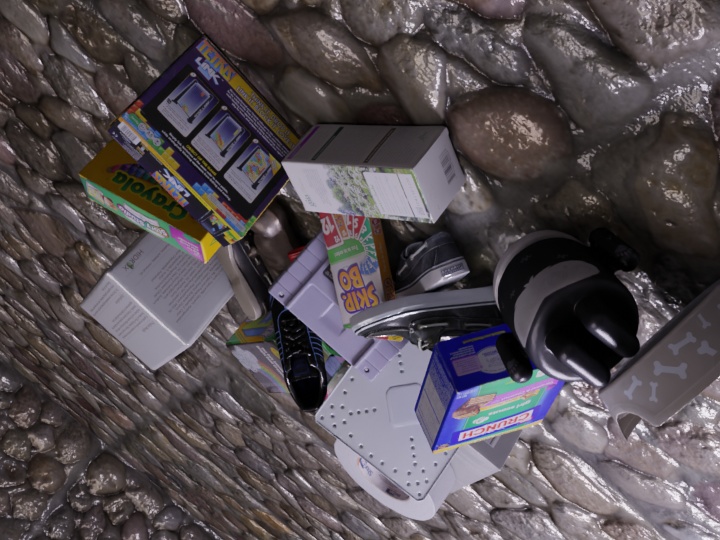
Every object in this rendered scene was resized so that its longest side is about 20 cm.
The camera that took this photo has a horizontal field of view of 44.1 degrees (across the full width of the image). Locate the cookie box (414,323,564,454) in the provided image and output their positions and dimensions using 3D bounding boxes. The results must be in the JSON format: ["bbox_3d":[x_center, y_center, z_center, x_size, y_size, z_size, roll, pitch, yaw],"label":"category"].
[{"bbox_3d":[0.171,0.149,1.151,0.201,0.169,0.076,97,155,-58],"label":"cookie box"}]

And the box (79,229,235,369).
[{"bbox_3d":[-0.310,0.021,1.440,0.171,0.200,0.199,44,148,-10],"label":"box"}]

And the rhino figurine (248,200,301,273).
[{"bbox_3d":[-0.120,-0.030,1.312,0.087,0.060,0.201,13,144,39],"label":"rhino figurine"}]

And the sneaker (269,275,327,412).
[{"bbox_3d":[-0.087,0.107,1.289,0.078,0.069,0.202,-93,-11,-78],"label":"sneaker"}]

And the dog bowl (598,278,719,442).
[{"bbox_3d":[0.322,0.085,0.891,0.059,0.200,0.200,47,152,13],"label":"dog bowl"}]

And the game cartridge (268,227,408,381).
[{"bbox_3d":[-0.015,0.046,1.252,0.200,0.130,0.038,41,-169,-9],"label":"game cartridge"}]

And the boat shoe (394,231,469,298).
[{"bbox_3d":[0.079,-0.002,1.144,0.200,0.071,0.068,133,118,-73],"label":"boat shoe"}]

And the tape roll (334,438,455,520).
[{"bbox_3d":[0.054,0.315,1.447,0.199,0.066,0.201,29,149,19],"label":"tape roll"}]

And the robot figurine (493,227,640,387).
[{"bbox_3d":[0.216,0.038,0.938,0.200,0.149,0.126,-113,10,-63],"label":"robot figurine"}]

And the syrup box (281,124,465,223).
[{"bbox_3d":[0.012,-0.116,1.035,0.199,0.082,0.079,9,139,39],"label":"syrup box"}]

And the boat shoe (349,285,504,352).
[{"bbox_3d":[0.087,0.067,1.114,0.198,0.072,0.072,-10,169,-1],"label":"boat shoe"}]

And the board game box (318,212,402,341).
[{"bbox_3d":[0.000,0.000,1.181,0.095,0.030,0.202,3,113,46],"label":"board game box"}]

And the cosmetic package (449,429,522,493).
[{"bbox_3d":[0.161,0.279,1.425,0.107,0.090,0.200,38,153,-2],"label":"cosmetic package"}]

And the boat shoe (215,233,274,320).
[{"bbox_3d":[-0.181,-0.026,1.369,0.072,0.062,0.202,-11,103,63],"label":"boat shoe"}]

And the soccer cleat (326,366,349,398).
[{"bbox_3d":[0.001,0.184,1.467,0.198,0.070,0.087,18,135,2],"label":"soccer cleat"}]

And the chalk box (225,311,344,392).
[{"bbox_3d":[-0.096,0.111,1.422,0.199,0.124,0.125,-9,126,50],"label":"chalk box"}]

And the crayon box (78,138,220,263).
[{"bbox_3d":[-0.240,-0.128,1.186,0.199,0.173,0.059,27,149,14],"label":"crayon box"}]

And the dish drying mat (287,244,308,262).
[{"bbox_3d":[-0.027,0.037,1.312,0.076,0.018,0.201,-22,124,15],"label":"dish drying mat"}]

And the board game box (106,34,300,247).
[{"bbox_3d":[-0.180,-0.158,1.090,0.200,0.166,0.057,47,146,-17],"label":"board game box"}]

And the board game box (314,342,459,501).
[{"bbox_3d":[0.065,0.197,1.305,0.199,0.201,0.026,38,168,-2],"label":"board game box"}]
